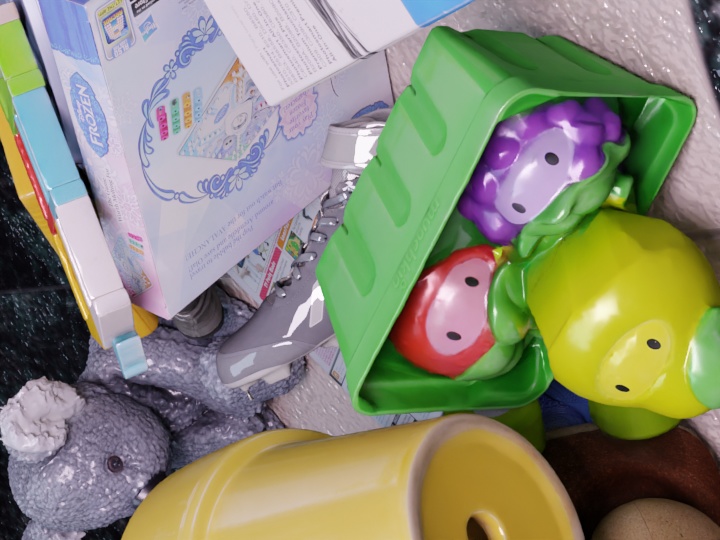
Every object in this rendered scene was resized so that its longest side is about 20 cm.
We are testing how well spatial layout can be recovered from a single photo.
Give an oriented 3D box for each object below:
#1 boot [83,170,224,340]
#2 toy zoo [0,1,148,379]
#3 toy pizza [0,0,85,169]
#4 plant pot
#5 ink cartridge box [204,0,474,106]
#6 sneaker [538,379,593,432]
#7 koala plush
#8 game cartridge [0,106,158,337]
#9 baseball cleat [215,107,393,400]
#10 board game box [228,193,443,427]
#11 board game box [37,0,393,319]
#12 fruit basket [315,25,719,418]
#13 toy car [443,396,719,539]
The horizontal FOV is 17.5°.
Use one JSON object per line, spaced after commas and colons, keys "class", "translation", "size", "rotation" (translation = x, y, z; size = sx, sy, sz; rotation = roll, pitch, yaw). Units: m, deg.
{"class": "boot", "translation": [-0.141, -0.055, 1.538], "size": [0.131, 0.067, 0.201], "rotation": [63, -167, -79]}
{"class": "toy zoo", "translation": [-0.160, -0.036, 1.262], "size": [0.131, 0.020, 0.201], "rotation": [147, 102, -80]}
{"class": "toy pizza", "translation": [-0.178, -0.152, 1.274], "size": [0.200, 0.032, 0.201], "rotation": [159, 90, -80]}
{"class": "plant pot", "translation": [0.006, 0.162, 1.183], "size": [0.188, 0.201, 0.201], "rotation": [-30, 97, 40]}
{"class": "ink cartridge box", "translation": [0.028, -0.168, 1.114], "size": [0.085, 0.146, 0.200], "rotation": [56, 150, -9]}
{"class": "sneaker", "translation": [0.099, 0.138, 1.392], "size": [0.078, 0.089, 0.201], "rotation": [33, 148, 30]}
{"class": "koala plush", "translation": [-0.166, 0.111, 1.625], "size": [0.183, 0.200, 0.178], "rotation": [35, 146, 29]}
{"class": "game cartridge", "translation": [-0.193, -0.071, 1.507], "size": [0.200, 0.032, 0.177], "rotation": [66, -177, -60]}
{"class": "baseball cleat", "translation": [-0.013, -0.021, 1.296], "size": [0.107, 0.199, 0.070], "rotation": [56, 177, -14]}
{"class": "board game box", "translation": [0.000, 0.000, 1.414], "size": [0.200, 0.064, 0.148], "rotation": [44, 149, 13]}
{"class": "board game box", "translation": [-0.070, -0.111, 1.256], "size": [0.043, 0.200, 0.200], "rotation": [21, 137, 37]}
{"class": "fruit basket", "translation": [0.095, 0.002, 1.163], "size": [0.215, 0.155, 0.217], "rotation": [0, 90, 51]}
{"class": "toy car", "translation": [0.137, 0.167, 1.237], "size": [0.200, 0.157, 0.165], "rotation": [-112, 9, -59]}
